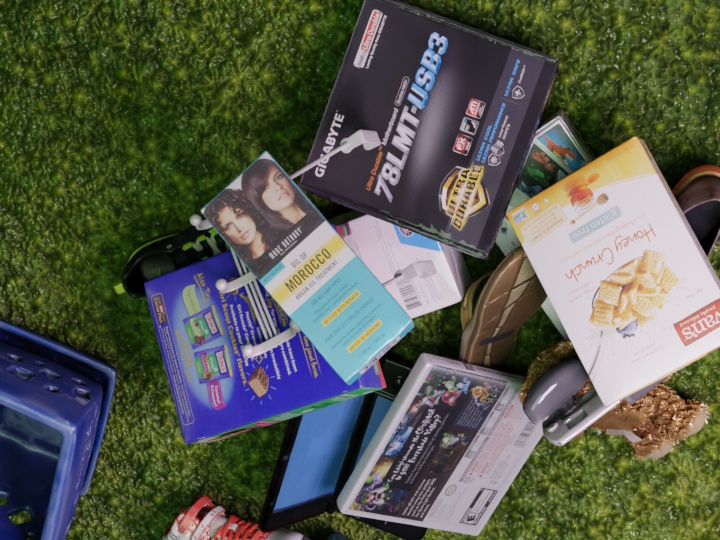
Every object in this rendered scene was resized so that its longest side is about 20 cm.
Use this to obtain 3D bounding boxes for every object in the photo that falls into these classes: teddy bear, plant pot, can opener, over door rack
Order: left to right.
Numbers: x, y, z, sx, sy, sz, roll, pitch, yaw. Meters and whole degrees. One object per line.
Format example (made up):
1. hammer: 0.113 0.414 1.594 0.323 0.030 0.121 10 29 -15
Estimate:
1. plant pot: -0.380 0.177 1.539 0.197 0.180 0.202 20 113 5
2. over door rack: -0.051 -0.026 1.298 0.198 0.067 0.150 -25 80 14
3. teddy bear: 0.254 0.126 1.414 0.197 0.067 0.146 15 143 -4
4. can opener: 0.243 0.088 1.322 0.199 0.053 0.067 -39 113 5

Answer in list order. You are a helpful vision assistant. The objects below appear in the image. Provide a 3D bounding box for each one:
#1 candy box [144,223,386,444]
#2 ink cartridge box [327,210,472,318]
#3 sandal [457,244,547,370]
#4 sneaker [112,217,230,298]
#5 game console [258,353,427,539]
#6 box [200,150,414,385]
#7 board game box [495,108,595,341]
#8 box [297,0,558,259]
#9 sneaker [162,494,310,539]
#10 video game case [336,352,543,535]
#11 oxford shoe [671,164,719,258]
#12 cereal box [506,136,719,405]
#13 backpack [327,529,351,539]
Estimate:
1. candy box: -0.094 0.062 1.384 0.198 0.077 0.172 -19 82 20
2. ink cartridge box: 0.000 0.000 1.440 0.198 0.068 0.117 -19 101 19
3. sandal: 0.133 0.038 1.408 0.054 0.079 0.201 59 150 30
4. sneaker: -0.167 -0.012 1.470 0.198 0.083 0.072 -23 104 20
5. game console: 0.007 0.201 1.487 0.170 0.119 0.202 21 114 6
6. box: -0.046 -0.002 1.242 0.082 0.049 0.200 -41 81 -2
7. board game box: 0.203 -0.041 1.394 0.125 0.035 0.201 -33 100 21
8. box: 0.065 -0.138 1.346 0.196 0.050 0.203 22 91 7
9. sneaker: -0.145 0.298 1.561 0.201 0.067 0.109 -29 99 47
10. video game case: 0.094 0.185 1.462 0.180 0.023 0.202 14 118 -30
11. oxford shoe: 0.283 -0.006 1.329 0.070 0.073 0.202 27 116 0
12. cereal box: 0.240 0.001 1.282 0.143 0.039 0.202 -31 78 19
13. backpack: -0.014 0.384 1.518 0.177 0.200 0.151 39 94 -2
